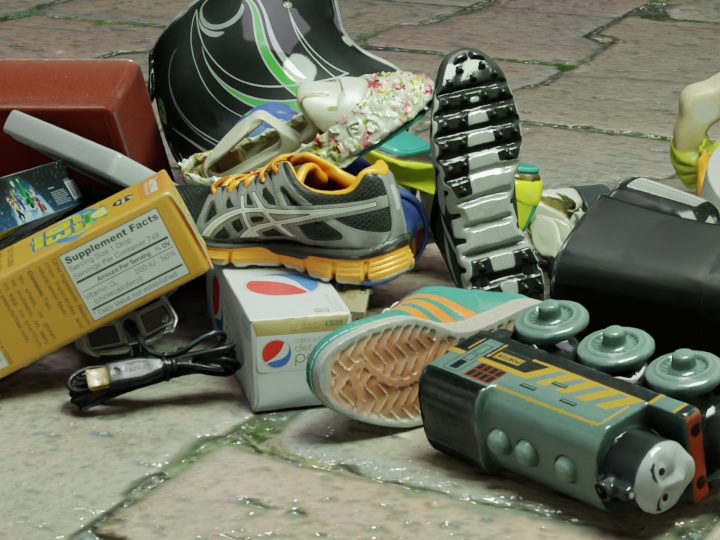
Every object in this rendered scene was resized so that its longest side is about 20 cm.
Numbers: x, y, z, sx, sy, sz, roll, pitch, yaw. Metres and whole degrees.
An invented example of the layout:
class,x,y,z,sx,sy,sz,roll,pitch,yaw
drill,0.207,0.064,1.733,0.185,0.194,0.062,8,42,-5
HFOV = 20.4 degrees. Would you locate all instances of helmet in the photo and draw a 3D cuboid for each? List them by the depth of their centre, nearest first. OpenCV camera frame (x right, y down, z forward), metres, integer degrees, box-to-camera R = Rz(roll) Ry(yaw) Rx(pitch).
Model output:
class,x,y,z,sx,sy,sz,roll,pitch,yaw
helmet,-0.063,-0.135,1.659,0.200,0.191,0.200,-29,-16,-9

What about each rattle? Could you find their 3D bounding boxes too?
class,x,y,z,sx,sy,sz,roll,pitch,yaw
rattle,0.363,-0.098,1.638,0.200,0.130,0.143,1,14,-6

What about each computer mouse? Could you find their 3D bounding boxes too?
class,x,y,z,sx,sy,sz,roll,pitch,yaw
computer mouse,-0.154,0.041,1.350,0.109,0.044,0.200,-19,24,-10

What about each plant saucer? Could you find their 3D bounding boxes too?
class,x,y,z,sx,sy,sz,roll,pitch,yaw
plant saucer,-0.266,-0.104,1.656,0.199,0.200,0.037,1,62,5

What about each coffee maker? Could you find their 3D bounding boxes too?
class,x,y,z,sx,sy,sz,roll,pitch,yaw
coffee maker,0.220,0.027,1.227,0.200,0.135,0.192,10,22,33

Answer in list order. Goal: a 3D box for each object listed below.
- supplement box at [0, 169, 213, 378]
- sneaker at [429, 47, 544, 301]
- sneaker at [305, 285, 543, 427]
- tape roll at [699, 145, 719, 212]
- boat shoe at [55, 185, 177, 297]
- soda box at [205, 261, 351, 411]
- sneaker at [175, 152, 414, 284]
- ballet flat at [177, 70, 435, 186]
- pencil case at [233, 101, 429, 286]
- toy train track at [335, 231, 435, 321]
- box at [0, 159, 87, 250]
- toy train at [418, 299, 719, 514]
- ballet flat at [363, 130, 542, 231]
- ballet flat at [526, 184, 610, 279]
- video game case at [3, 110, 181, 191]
class,x,y,z,sx,sy,sz,roll,pitch,yaw
supplement box,-0.199,0.010,1.301,0.200,0.069,0.067,-25,20,-3
sneaker,0.078,-0.056,1.417,0.066,0.200,0.090,-13,7,-16
sneaker,0.036,0.051,1.278,0.200,0.072,0.080,-7,15,-39
tape roll,0.356,-0.044,1.514,0.202,0.037,0.203,7,32,-4
boat shoe,-0.181,-0.029,1.493,0.066,0.070,0.200,31,0,-27
soda box,-0.058,0.029,1.353,0.068,0.064,0.200,-5,19,-12
sneaker,-0.053,-0.044,1.351,0.200,0.077,0.078,7,20,26
ballet flat,-0.043,-0.093,1.412,0.200,0.064,0.076,-31,29,13
pencil case,-0.033,-0.057,1.486,0.087,0.078,0.200,-37,38,-13
toy train track,0.000,0.000,1.498,0.114,0.033,0.200,4,25,4
box,-0.283,-0.020,1.400,0.136,0.038,0.200,-30,3,12
toy train,0.127,0.084,1.157,0.114,0.085,0.200,-28,32,-32
ballet flat,0.047,-0.067,1.518,0.200,0.067,0.067,18,16,32
ballet flat,0.158,-0.029,1.498,0.073,0.073,0.200,-1,20,1
video game case,-0.162,-0.061,1.548,0.182,0.023,0.200,28,-2,-35
